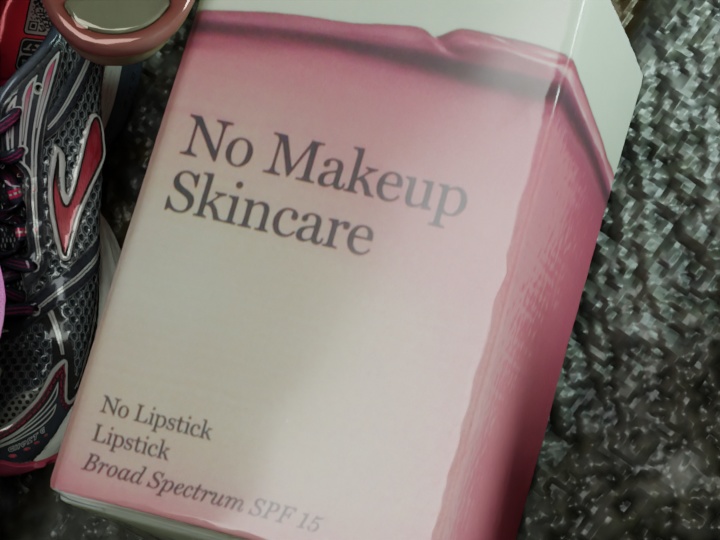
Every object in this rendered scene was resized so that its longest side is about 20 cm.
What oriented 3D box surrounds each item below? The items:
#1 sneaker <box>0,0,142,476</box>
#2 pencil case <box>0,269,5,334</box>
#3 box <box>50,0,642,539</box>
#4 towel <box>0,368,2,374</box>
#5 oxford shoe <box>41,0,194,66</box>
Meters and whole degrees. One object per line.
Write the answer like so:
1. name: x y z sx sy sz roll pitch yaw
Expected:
1. sneaker: -0.124 -0.029 0.891 0.080 0.075 0.201 -1 76 13
2. pencil case: -0.183 -0.026 0.846 0.090 0.094 0.200 -10 27 -28
3. box: 0.000 0.000 0.835 0.127 0.109 0.201 13 79 17
4. towel: -0.205 0.096 0.803 0.152 0.023 0.201 0 47 17
5. oxford shoe: -0.077 -0.138 0.866 0.070 0.075 0.201 2 55 -4
